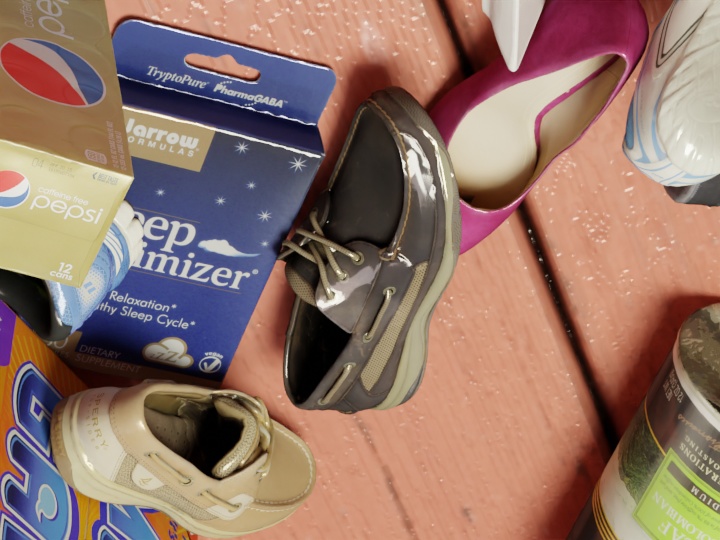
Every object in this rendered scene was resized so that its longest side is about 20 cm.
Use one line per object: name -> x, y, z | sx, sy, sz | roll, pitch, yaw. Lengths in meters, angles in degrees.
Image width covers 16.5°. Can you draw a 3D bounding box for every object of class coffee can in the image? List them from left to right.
coffee can -> 0.201, 0.140, 1.383 | 0.146, 0.147, 0.200 | 12, 124, -19

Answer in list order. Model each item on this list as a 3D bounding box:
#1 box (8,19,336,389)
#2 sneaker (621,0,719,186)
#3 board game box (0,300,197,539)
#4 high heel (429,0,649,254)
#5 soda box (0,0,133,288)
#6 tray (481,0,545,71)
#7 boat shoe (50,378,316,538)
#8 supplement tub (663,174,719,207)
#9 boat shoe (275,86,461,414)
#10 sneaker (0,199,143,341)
box -> -0.098, -0.028, 1.269 | 0.121, 0.032, 0.200 | 13, 123, -19
sneaker -> 0.183, -0.130, 1.187 | 0.072, 0.072, 0.200 | 36, 76, -22
board game box -> -0.221, 0.172, 1.274 | 0.199, 0.200, 0.200 | -24, 128, 21
high heel -> 0.080, -0.063, 1.228 | 0.067, 0.096, 0.200 | 27, 121, -18
soda box -> -0.151, -0.082, 1.108 | 0.067, 0.200, 0.064 | 16, 123, -22
tray -> 0.073, -0.201, 1.120 | 0.022, 0.108, 0.201 | 7, 124, 11
boat shoe -> -0.076, 0.097, 1.302 | 0.064, 0.072, 0.200 | -20, 162, 29
supplement tub -> 0.256, -0.063, 1.262 | 0.199, 0.107, 0.107 | 4, 126, -14
boat shoe -> 0.000, 0.000, 1.269 | 0.073, 0.074, 0.201 | -18, 133, -30
sneaker -> -0.202, -0.036, 1.178 | 0.200, 0.089, 0.079 | 33, 152, -11
